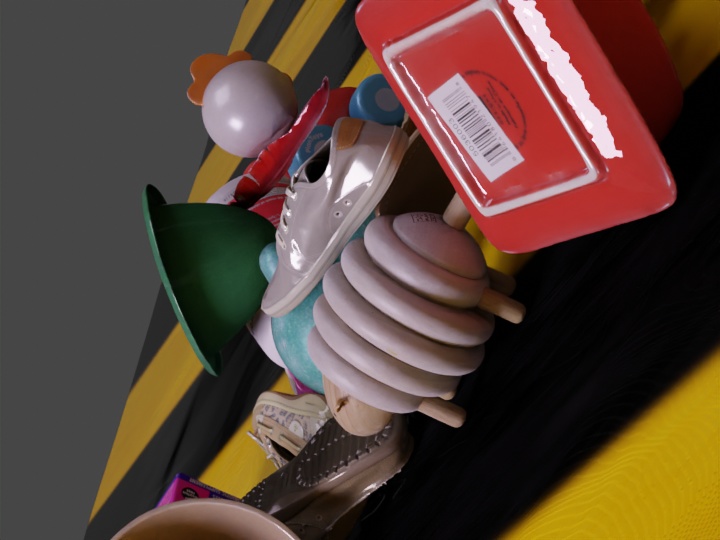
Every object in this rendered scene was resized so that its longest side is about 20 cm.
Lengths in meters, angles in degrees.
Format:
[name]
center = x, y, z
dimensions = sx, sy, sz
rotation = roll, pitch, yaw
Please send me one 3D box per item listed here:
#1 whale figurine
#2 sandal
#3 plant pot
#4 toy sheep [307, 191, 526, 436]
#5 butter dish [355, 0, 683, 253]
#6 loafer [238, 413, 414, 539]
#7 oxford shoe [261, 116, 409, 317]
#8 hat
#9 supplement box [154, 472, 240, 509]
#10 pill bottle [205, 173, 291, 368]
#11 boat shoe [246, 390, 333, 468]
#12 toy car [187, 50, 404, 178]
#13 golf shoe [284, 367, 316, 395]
[whale figurine]
center = 0.000, 0.000, 1.414
dimensions = 0.104, 0.158, 0.201
rotation = -75, -6, -87
[sandal]
center = 0.068, -0.117, 1.356
dimensions = 0.212, 0.078, 0.070
rotation = -52, 40, -8
[plant pot]
center = -0.122, 0.287, 1.412
dimensions = 0.200, 0.186, 0.188
rotation = 110, 179, -70
[toy sheep]
center = 0.036, 0.028, 1.284
dimensions = 0.201, 0.137, 0.138
rotation = -63, 13, 14
[butter dish]
center = 0.126, -0.135, 1.172
dimensions = 0.148, 0.201, 0.199
rotation = -39, 11, -31
[loafer]
center = -0.023, 0.171, 1.426
dimensions = 0.200, 0.067, 0.076
rotation = -36, 27, 35
[oxford shoe]
center = -0.031, -0.041, 1.317
dimensions = 0.200, 0.058, 0.075
rotation = -55, 13, 44
[hat]
center = -0.069, -0.024, 1.488
dimensions = 0.200, 0.175, 0.166
rotation = 61, -171, -79
[supplement box]
center = -0.150, 0.294, 1.623
dimensions = 0.104, 0.101, 0.201
rotation = -56, 17, 35
[pill bottle]
center = -0.055, 0.013, 1.582
dimensions = 0.200, 0.112, 0.113
rotation = 51, 120, 41
[boat shoe]
center = -0.054, 0.144, 1.569
dimensions = 0.063, 0.073, 0.200
rotation = -66, 13, -14
[toy car]
center = -0.078, -0.153, 1.820
dimensions = 0.177, 0.200, 0.184
rotation = -42, -4, -28
[golf shoe]
center = -0.035, 0.069, 1.674
dimensions = 0.200, 0.075, 0.092
rotation = -94, 2, -54
